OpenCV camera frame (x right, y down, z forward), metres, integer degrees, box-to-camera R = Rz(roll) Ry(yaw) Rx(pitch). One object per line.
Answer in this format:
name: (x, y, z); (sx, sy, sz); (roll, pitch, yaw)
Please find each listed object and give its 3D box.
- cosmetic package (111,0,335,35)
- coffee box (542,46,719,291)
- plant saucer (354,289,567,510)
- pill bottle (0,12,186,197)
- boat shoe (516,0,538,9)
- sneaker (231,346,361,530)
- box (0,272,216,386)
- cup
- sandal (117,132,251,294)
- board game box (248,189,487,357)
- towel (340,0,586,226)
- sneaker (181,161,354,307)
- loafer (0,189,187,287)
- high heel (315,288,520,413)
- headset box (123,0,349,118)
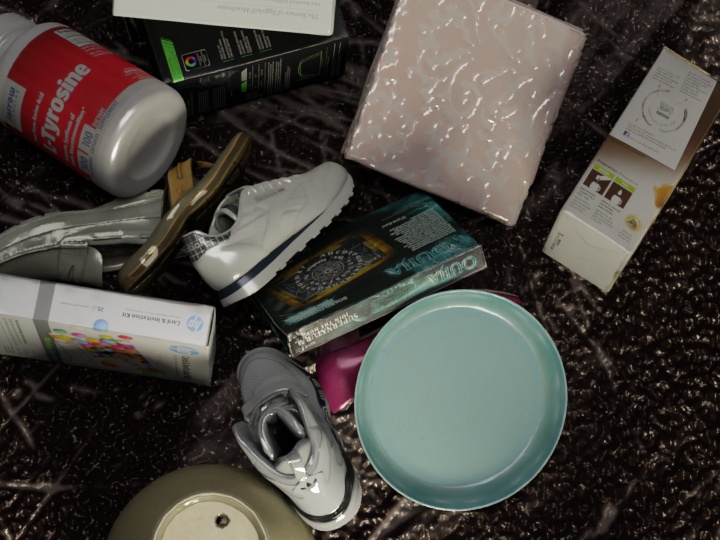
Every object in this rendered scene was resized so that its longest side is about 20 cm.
cosmetic package: (-0.113, -0.327, 1.533); (0.197, 0.123, 0.202); (5, 110, -2)
coffee box: (0.262, -0.095, 1.637); (0.079, 0.114, 0.201); (32, 73, 7)
plant saucer: (0.090, 0.116, 1.566); (0.198, 0.027, 0.202); (-1, 95, -10)
pill bottle: (-0.268, -0.160, 1.603); (0.199, 0.112, 0.113); (31, 71, 23)
boat shoe: (0.101, -0.210, 1.686); (0.074, 0.073, 0.201); (38, 90, -17)
sneaker: (-0.069, 0.126, 1.508); (0.075, 0.115, 0.201); (-32, 52, 2)
box: (-0.228, 0.054, 1.526); (0.198, 0.156, 0.042); (8, 73, -3)
cup: (-0.129, 0.251, 1.475); (0.198, 0.143, 0.202); (1, 71, -4)
sandal: (-0.164, -0.062, 1.570); (0.054, 0.080, 0.200); (35, 62, 8)
board game box: (0.000, 0.000, 1.587); (0.199, 0.028, 0.135); (-24, 33, -11)
towel: (0.098, -0.167, 1.637); (0.190, 0.032, 0.201); (20, 94, -14)
sneaker: (-0.080, -0.053, 1.585); (0.081, 0.076, 0.200); (50, 49, -8)
loafer: (-0.255, -0.018, 1.592); (0.198, 0.070, 0.070); (-17, 65, -11)
high heel: (0.056, 0.072, 1.598); (0.198, 0.067, 0.097); (-8, 83, -2)
headset box: (-0.131, -0.257, 1.669); (0.198, 0.093, 0.175); (-15, 73, -9)
